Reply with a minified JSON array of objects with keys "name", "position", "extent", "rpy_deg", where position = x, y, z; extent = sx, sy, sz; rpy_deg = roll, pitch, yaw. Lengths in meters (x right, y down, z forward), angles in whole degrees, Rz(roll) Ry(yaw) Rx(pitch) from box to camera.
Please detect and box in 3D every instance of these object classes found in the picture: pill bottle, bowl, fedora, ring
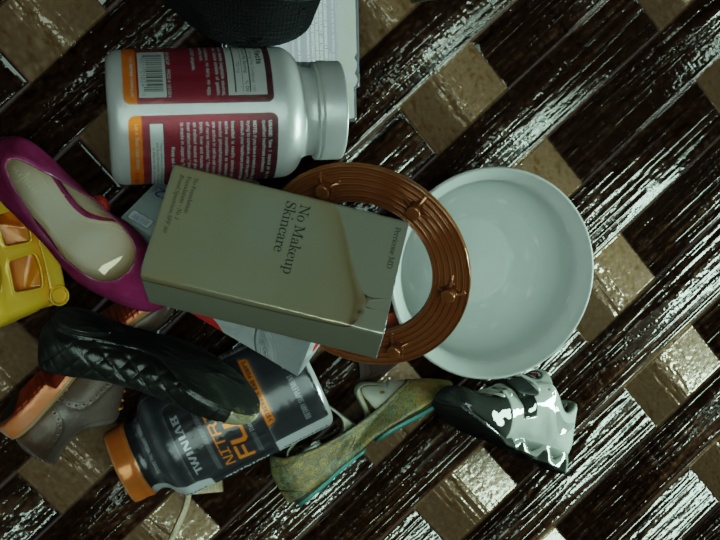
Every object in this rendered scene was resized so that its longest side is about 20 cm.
[{"name":"pill bottle","position":[-0.134,0.138,1.044],"extent":[0.199,0.106,0.107],"rpy_deg":[-26,105,-7]},{"name":"bowl","position":[0.114,-0.003,1.083],"extent":[0.199,0.090,0.203],"rpy_deg":[-2,100,-13]},{"name":"fedora","position":[-0.103,-0.247,0.942],"extent":[0.199,0.201,0.092],"rpy_deg":[1,133,-13]},{"name":"ring","position":[0.000,0.000,1.003],"extent":[0.199,0.019,0.202],"rpy_deg":[8,120,14]},{"name":"pill bottle","position":[-0.115,-0.133,0.963],"extent":[0.198,0.113,0.114],"rpy_deg":[-3,101,-11]}]

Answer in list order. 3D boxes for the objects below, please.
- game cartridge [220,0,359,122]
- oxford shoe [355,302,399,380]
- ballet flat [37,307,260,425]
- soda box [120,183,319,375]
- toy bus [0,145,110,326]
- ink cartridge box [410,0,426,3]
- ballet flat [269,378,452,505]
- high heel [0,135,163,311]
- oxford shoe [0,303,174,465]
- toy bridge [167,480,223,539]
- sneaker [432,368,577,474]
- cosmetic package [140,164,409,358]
[{"name":"game cartridge","position":[-0.065,-0.235,1.031],"extent":[0.129,0.038,0.202],"rpy_deg":[-4,101,-16]},{"name":"oxford shoe","position":[-0.020,0.017,1.068],"extent":[0.072,0.071,0.201],"rpy_deg":[-32,106,0]},{"name":"ballet flat","position":[-0.181,0.089,0.975],"extent":[0.199,0.067,0.057],"rpy_deg":[22,118,-4]},{"name":"soda box","position":[-0.118,0.006,0.998],"extent":[0.199,0.064,0.068],"rpy_deg":[30,135,6]},{"name":"toy bus","position":[-0.315,-0.050,0.965],"extent":[0.191,0.136,0.202],"rpy_deg":[-17,101,-23]},{"name":"ink cartridge box","position":[0.103,-0.367,1.017],"extent":[0.174,0.084,0.201],"rpy_deg":[-21,104,-8]},{"name":"ballet flat","position":[-0.003,0.149,1.100],"extent":[0.199,0.071,0.071],"rpy_deg":[-35,106,-5]},{"name":"high heel","position":[-0.220,-0.030,0.903],"extent":[0.067,0.096,0.200],"rpy_deg":[-41,114,-9]},{"name":"oxford shoe","position":[-0.236,0.093,1.034],"extent":[0.200,0.071,0.073],"rpy_deg":[-42,111,1]},{"name":"toy bridge","position":[-0.158,0.300,1.075],"extent":[0.067,0.027,0.202],"rpy_deg":[-2,81,-12]},{"name":"sneaker","position":[0.146,0.131,1.111],"extent":[0.199,0.074,0.089],"rpy_deg":[29,78,-44]},{"name":"cosmetic package","position":[-0.069,-0.006,0.923],"extent":[0.198,0.073,0.104],"rpy_deg":[12,70,1]}]
